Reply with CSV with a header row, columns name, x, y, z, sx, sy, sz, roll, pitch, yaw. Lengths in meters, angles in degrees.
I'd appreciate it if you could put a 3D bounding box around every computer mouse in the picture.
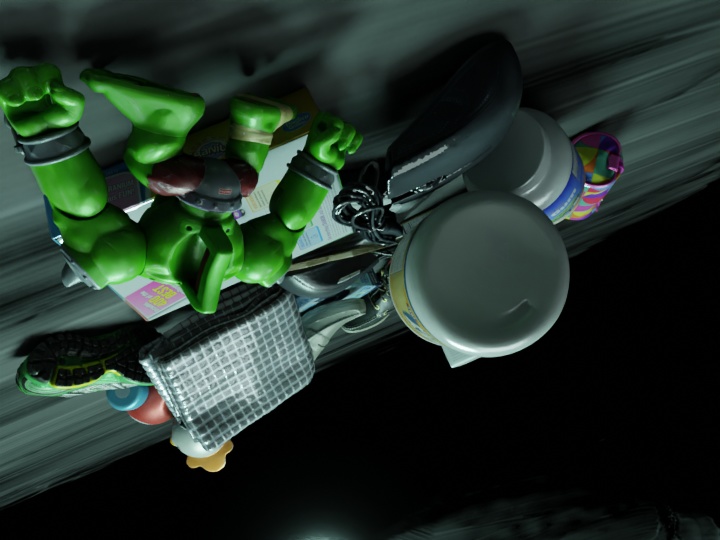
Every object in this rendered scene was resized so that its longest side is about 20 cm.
name,x,y,z,sx,sy,sz,roll,pitch,yaw
computer mouse,0.000,0.000,0.770,0.140,0.046,0.199,-8,-174,46
computer mouse,0.070,-0.095,0.510,0.200,0.053,0.138,-48,164,4

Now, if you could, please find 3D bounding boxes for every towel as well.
name,x,y,z,sx,sy,sz,roll,pitch,yaw
towel,-0.159,0.117,0.794,0.200,0.085,0.166,-33,132,-24

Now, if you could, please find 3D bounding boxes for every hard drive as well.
name,x,y,z,sx,sy,sz,roll,pitch,yaw
hard drive,-0.026,-0.058,0.672,0.199,0.038,0.140,-16,165,-35

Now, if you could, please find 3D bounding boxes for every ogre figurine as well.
name,x,y,z,sx,sy,sz,roll,pitch,yaw
ogre figurine,-0.099,-0.046,0.366,0.200,0.098,0.120,-12,122,-54

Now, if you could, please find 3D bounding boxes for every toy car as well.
name,x,y,z,sx,sy,sz,roll,pitch,yaw
toy car,-0.294,0.249,1.044,0.176,0.201,0.184,-24,167,1

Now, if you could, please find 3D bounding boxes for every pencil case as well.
name,x,y,z,sx,sy,sz,roll,pitch,yaw
pencil case,0.329,-0.133,0.913,0.088,0.089,0.200,-26,168,7

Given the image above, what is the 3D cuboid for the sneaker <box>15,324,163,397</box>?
name,x,y,z,sx,sy,sz,roll,pitch,yaw
sneaker,-0.322,0.113,0.769,0.085,0.078,0.200,-24,160,33

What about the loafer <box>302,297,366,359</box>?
name,x,y,z,sx,sy,sz,roll,pitch,yaw
loafer,-0.077,0.102,0.941,0.199,0.070,0.070,-26,167,11

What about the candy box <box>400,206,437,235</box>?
name,x,y,z,sx,sy,sz,roll,pitch,yaw
candy box,0.142,-0.065,0.911,0.199,0.057,0.117,-24,168,6

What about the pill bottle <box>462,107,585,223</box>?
name,x,y,z,sx,sy,sz,roll,pitch,yaw
pill bottle,0.173,-0.108,0.663,0.112,0.112,0.200,-30,167,23

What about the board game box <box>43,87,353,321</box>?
name,x,y,z,sx,sy,sz,roll,pitch,yaw
board game box,-0.112,-0.043,0.490,0.199,0.040,0.153,-23,153,-5

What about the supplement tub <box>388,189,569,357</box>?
name,x,y,z,sx,sy,sz,roll,pitch,yaw
supplement tub,0.105,0.007,0.617,0.144,0.145,0.200,-23,178,-4

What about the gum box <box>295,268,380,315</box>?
name,x,y,z,sx,sy,sz,roll,pitch,yaw
gum box,-0.087,0.044,0.952,0.169,0.045,0.200,-30,167,24

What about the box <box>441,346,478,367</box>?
name,x,y,z,sx,sy,sz,roll,pitch,yaw
box,0.227,0.110,1.434,0.106,0.201,0.152,-26,167,13

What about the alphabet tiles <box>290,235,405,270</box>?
name,x,y,z,sx,sy,sz,roll,pitch,yaw
alphabet tiles,-0.035,-0.017,0.726,0.167,0.008,0.200,-10,-176,37

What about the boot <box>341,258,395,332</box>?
name,x,y,z,sx,sy,sz,roll,pitch,yaw
boot,0.040,0.030,1.073,0.203,0.074,0.154,-31,165,0
